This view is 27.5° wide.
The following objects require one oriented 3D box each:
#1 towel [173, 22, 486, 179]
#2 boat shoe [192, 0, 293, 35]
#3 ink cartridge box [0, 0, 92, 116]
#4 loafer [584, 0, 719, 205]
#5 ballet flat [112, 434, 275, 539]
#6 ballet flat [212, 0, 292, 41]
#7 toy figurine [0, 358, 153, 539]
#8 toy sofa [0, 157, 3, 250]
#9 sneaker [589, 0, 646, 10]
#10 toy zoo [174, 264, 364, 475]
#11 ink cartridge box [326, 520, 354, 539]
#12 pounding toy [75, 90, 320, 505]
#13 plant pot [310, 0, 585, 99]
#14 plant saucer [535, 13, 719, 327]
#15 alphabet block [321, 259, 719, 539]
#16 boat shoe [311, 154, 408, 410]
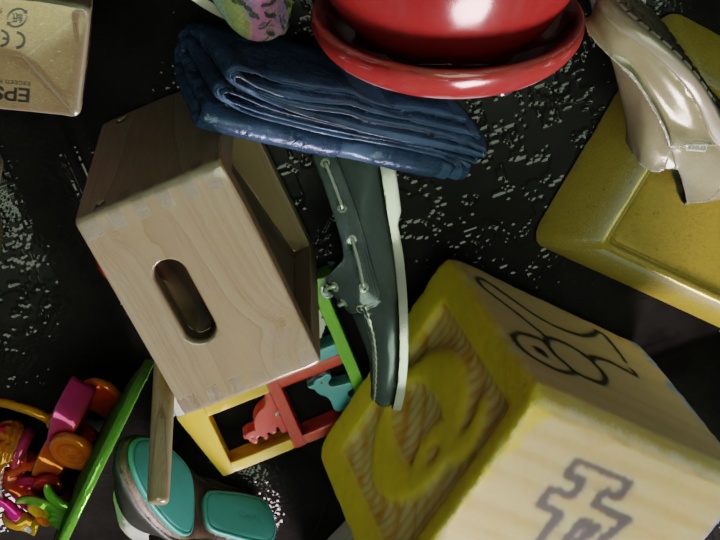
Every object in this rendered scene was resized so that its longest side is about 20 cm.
[{"bbox_3d":[-0.021,-0.115,0.973,0.199,0.112,0.049,9,118,-26],"label":"towel"},{"bbox_3d":[-0.117,-0.225,0.944,0.199,0.073,0.063,33,109,-17],"label":"boat shoe"},{"bbox_3d":[-0.263,-0.166,0.897,0.198,0.165,0.076,5,117,-11],"label":"ink cartridge box"},{"bbox_3d":[0.204,-0.106,0.987,0.068,0.076,0.200,-36,126,17],"label":"loafer"},{"bbox_3d":[-0.140,0.182,1.108,0.068,0.068,0.200,-19,146,23],"label":"ballet flat"},{"bbox_3d":[-0.074,-0.244,0.906,0.069,0.071,0.201,-15,94,-36],"label":"ballet flat"},{"bbox_3d":[-0.271,0.109,1.070,0.183,0.151,0.200,26,134,-5],"label":"toy figurine"},{"bbox_3d":[-0.342,-0.045,0.988,0.198,0.083,0.098,-3,117,-7],"label":"toy sofa"},{"bbox_3d":[0.156,-0.244,0.989,0.088,0.075,0.201,3,115,9],"label":"sneaker"},{"bbox_3d":[-0.066,0.078,1.125,0.199,0.020,0.132,-22,117,2],"label":"toy zoo"},{"bbox_3d":[0.048,0.287,1.144,0.145,0.200,0.083,38,102,-23],"label":"ink cartridge box"},{"bbox_3d":[-0.113,0.010,0.991,0.141,0.184,0.201,-21,117,8],"label":"pounding toy"},{"bbox_3d":[0.055,-0.220,0.910,0.199,0.201,0.183,-4,125,-7],"label":"plant pot"},{"bbox_3d":[0.263,-0.059,1.097,0.199,0.049,0.201,23,109,-18],"label":"plant saucer"},{"bbox_3d":[0.118,0.142,1.076,0.199,0.196,0.197,24,107,-27],"label":"alphabet block"},{"bbox_3d":[0.000,0.000,1.043,0.061,0.073,0.202,-5,89,-4],"label":"boat shoe"}]
